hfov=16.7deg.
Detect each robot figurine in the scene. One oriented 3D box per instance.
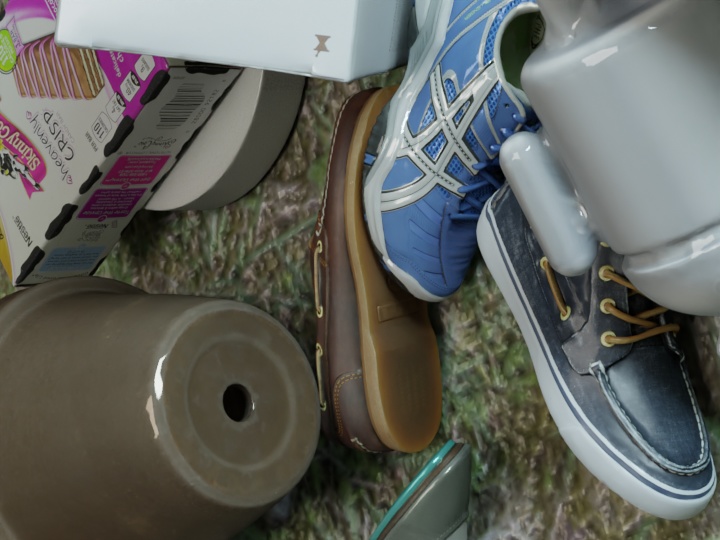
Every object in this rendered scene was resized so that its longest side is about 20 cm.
[{"bbox_3d":[0.149,-0.064,1.123,0.169,0.113,0.201,-27,99,12],"label":"robot figurine"}]

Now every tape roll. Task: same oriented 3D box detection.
[{"bbox_3d":[-0.109,-0.137,1.477,0.202,0.037,0.204,2,92,47],"label":"tape roll"}]

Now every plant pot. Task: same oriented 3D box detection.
[{"bbox_3d":[-0.115,0.091,1.365,0.174,0.200,0.201,-17,79,49],"label":"plant pot"}]

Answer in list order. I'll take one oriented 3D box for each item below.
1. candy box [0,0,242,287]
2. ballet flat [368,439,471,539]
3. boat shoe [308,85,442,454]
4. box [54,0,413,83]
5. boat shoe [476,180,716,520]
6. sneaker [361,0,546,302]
[{"bbox_3d":[-0.168,-0.104,1.470,0.200,0.061,0.137,-52,57,35],"label":"candy box"},{"bbox_3d":[0.020,0.169,1.343,0.064,0.067,0.200,43,126,5],"label":"ballet flat"},{"bbox_3d":[0.000,0.000,1.340,0.070,0.070,0.201,3,94,46],"label":"boat shoe"},{"bbox_3d":[-0.054,-0.162,1.265,0.151,0.200,0.107,8,98,8],"label":"box"},{"bbox_3d":[0.126,0.019,1.198,0.201,0.071,0.091,61,140,26],"label":"boat shoe"},{"bbox_3d":[0.057,-0.075,1.273,0.077,0.075,0.201,28,116,41],"label":"sneaker"}]
